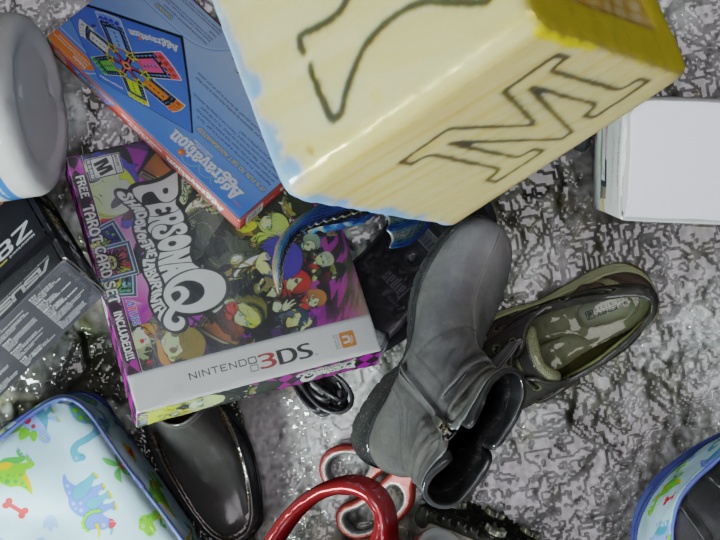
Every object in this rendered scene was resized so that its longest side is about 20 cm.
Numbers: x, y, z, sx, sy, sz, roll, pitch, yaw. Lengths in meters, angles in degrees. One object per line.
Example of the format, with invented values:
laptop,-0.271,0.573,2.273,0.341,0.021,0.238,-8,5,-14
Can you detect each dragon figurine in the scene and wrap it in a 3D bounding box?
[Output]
dragon figurine,0.013,-0.053,1.331,0.099,0.200,0.059,7,121,24

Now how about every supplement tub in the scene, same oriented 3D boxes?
supplement tub,-0.319,-0.105,1.364,0.199,0.132,0.133,-6,91,11

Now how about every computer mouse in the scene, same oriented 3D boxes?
computer mouse,0.000,0.000,1.420,0.140,0.046,0.200,41,88,20

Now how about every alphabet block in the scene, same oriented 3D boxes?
alphabet block,0.050,-0.164,1.205,0.199,0.196,0.196,-32,70,30

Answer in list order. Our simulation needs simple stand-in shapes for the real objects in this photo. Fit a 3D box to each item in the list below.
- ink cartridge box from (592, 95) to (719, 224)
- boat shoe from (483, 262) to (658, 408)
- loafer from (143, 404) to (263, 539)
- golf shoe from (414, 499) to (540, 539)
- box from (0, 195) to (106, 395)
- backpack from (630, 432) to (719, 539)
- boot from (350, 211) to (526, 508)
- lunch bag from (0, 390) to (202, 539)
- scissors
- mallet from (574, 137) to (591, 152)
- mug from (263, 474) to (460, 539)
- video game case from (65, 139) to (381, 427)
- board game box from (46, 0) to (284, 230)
ink cartridge box,0.240,-0.076,1.331,0.144,0.200,0.085,2,94,2
boat shoe,0.126,0.058,1.401,0.200,0.066,0.072,-29,94,4
loafer,-0.130,0.110,1.406,0.072,0.072,0.201,-26,91,2
golf shoe,0.120,0.236,1.404,0.199,0.077,0.088,28,99,1
box,-0.282,0.040,1.368,0.200,0.161,0.049,-44,125,3
backpack,0.290,0.209,1.354,0.183,0.147,0.201,-35,92,-14
boot,0.077,0.061,1.316,0.069,0.131,0.201,24,86,-26
lunch bag,-0.212,0.200,1.406,0.160,0.082,0.200,-37,90,1
scissors,0.053,0.126,1.402,0.199,0.014,0.073,-33,83,21
mallet,0.068,-0.116,1.399,0.199,0.041,0.066,25,91,-3
mug,-0.016,0.255,1.368,0.199,0.133,0.179,-22,55,25
video game case,-0.099,-0.007,1.371,0.180,0.036,0.201,-13,71,-13
board game box,-0.121,-0.129,1.389,0.200,0.019,0.103,43,67,12
